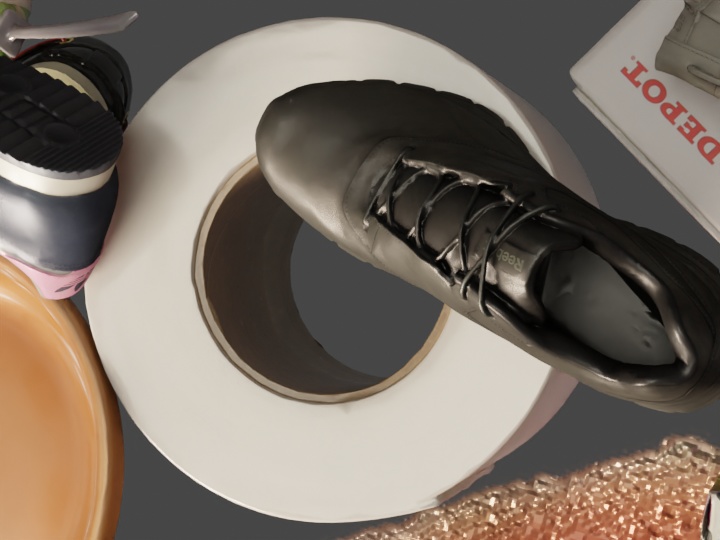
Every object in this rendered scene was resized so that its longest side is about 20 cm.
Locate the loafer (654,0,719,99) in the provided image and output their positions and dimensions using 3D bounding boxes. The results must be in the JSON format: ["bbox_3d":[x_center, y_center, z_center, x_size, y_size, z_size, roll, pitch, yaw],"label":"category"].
[{"bbox_3d":[0.200,-0.040,0.701,0.200,0.070,0.070,43,104,15],"label":"loafer"}]

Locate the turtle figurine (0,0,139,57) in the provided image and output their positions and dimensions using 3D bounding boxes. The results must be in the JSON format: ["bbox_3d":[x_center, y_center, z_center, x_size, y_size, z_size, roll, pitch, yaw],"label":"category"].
[{"bbox_3d":[-0.220,-0.147,0.833,0.194,0.144,0.200,-41,43,26],"label":"turtle figurine"}]

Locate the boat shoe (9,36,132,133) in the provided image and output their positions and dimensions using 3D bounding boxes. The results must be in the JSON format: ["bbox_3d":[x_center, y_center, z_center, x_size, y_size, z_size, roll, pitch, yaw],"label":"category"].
[{"bbox_3d":[-0.186,-0.037,0.881,0.201,0.063,0.074,-36,102,24],"label":"boat shoe"}]

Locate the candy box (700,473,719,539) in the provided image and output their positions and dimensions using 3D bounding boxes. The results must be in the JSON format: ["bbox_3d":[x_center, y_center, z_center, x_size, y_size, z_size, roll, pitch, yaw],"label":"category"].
[{"bbox_3d":[0.237,0.123,0.739,0.200,0.136,0.061,5,89,13],"label":"candy box"}]

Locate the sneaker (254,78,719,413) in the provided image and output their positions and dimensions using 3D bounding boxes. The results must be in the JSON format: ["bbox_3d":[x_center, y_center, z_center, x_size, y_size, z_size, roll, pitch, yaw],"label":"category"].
[{"bbox_3d":[0.048,-0.015,0.667,0.200,0.091,0.076,27,97,13],"label":"sneaker"}]

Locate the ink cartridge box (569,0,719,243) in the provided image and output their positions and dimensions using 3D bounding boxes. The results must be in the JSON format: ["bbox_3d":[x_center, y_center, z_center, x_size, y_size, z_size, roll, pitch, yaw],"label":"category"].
[{"bbox_3d":[0.209,-0.095,0.774,0.200,0.084,0.145,-44,80,9],"label":"ink cartridge box"}]

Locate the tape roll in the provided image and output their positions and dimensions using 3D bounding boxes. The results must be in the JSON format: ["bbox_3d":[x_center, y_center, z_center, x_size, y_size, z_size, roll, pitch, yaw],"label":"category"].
[{"bbox_3d":[0.000,0.000,0.795,0.202,0.139,0.203,0,90,13],"label":"tape roll"}]

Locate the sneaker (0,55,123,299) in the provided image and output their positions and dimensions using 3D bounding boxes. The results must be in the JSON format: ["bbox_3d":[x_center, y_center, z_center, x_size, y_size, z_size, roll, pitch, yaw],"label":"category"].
[{"bbox_3d":[-0.179,-0.057,0.754,0.200,0.070,0.082,35,133,29],"label":"sneaker"}]

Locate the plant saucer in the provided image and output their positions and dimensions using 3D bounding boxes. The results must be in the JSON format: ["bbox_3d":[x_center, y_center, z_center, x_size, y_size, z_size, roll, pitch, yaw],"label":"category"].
[{"bbox_3d":[-0.181,0.084,0.798,0.200,0.037,0.201,-3,84,27],"label":"plant saucer"}]
